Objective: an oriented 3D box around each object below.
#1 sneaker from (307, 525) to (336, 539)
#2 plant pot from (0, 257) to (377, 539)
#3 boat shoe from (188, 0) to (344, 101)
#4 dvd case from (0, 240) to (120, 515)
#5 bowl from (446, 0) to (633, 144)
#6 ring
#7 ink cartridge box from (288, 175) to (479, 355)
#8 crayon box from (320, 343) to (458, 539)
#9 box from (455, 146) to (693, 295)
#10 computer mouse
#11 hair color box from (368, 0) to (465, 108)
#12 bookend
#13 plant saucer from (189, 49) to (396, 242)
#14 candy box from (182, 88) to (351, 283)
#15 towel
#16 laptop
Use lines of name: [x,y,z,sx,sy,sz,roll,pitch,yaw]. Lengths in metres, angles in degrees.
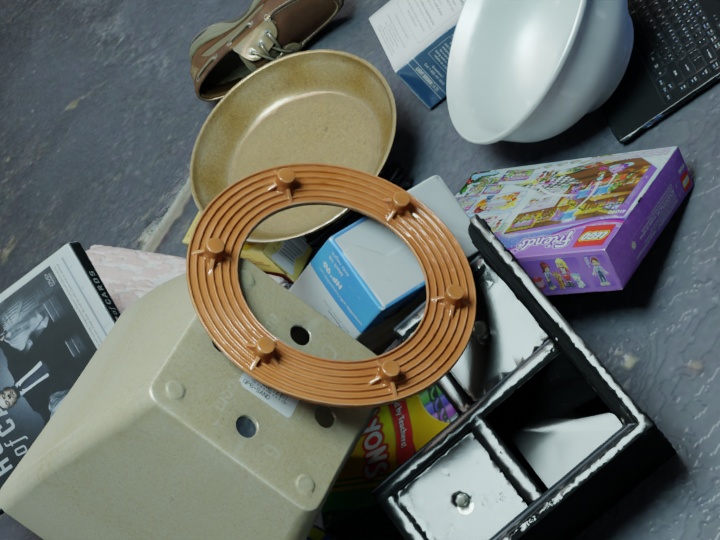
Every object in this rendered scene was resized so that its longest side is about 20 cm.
sneaker: [-0.019,0.238,1.315,0.078,0.066,0.200,-39,20,-20]
plant pot: [-0.095,0.111,1.258,0.177,0.199,0.201,-45,11,51]
boat shoe: [-0.092,-0.225,1.821,0.199,0.076,0.072,-29,44,37]
dvd case: [-0.272,0.093,1.510,0.199,0.025,0.151,-35,80,18]
bowl: [0.159,-0.187,1.499,0.201,0.090,0.202,-41,40,47]
ring: [-0.017,0.003,1.221,0.019,0.199,0.202,110,169,-52]
ink cartridge box: [-0.002,0.023,1.378,0.116,0.068,0.200,-31,-11,-35]
crayon box: [0.053,0.112,1.398,0.199,0.051,0.127,-34,39,16]
box: [0.140,-0.033,1.413,0.199,0.039,0.137,-5,33,41]
computer mouse: [0.000,0.000,1.552,0.109,0.044,0.201,-28,42,22]
hair color box: [0.111,-0.247,1.646,0.200,0.060,0.100,-38,39,13]
bookend: [0.077,0.106,1.276,0.198,0.092,0.200,-40,64,4]
plant saucer: [-0.054,-0.103,1.615,0.199,0.035,0.201,-13,56,19]
candy box: [-0.067,-0.091,1.686,0.116,0.056,0.201,9,65,45]
towel: [-0.187,0.034,1.585,0.199,0.032,0.191,11,27,19]
laptop: [0.243,-0.236,1.473,0.199,0.103,0.178,-34,39,17]
